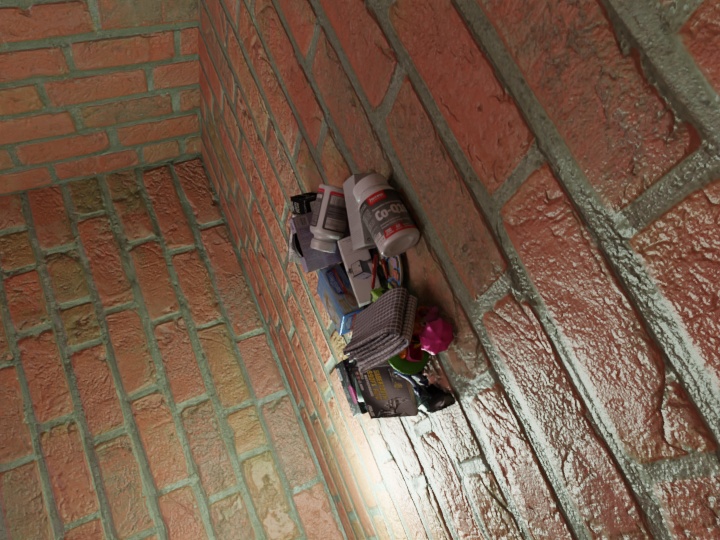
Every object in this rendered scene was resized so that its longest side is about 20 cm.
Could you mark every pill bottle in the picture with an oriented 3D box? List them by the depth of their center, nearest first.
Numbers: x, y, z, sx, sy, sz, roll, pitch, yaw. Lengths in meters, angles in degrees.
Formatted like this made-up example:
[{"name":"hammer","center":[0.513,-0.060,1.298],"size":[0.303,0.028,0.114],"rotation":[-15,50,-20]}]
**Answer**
[{"name":"pill bottle","center":[0.063,-0.146,1.473],"size":[0.201,0.113,0.114],"rotation":[63,157,23]},{"name":"pill bottle","center":[-0.096,-0.161,1.759],"size":[0.111,0.110,0.201],"rotation":[24,101,62]}]

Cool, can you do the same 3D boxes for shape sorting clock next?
[{"name":"shape sorting clock","center":[0.073,-0.028,1.638],"size":[0.200,0.039,0.201],"rotation":[49,148,46]}]

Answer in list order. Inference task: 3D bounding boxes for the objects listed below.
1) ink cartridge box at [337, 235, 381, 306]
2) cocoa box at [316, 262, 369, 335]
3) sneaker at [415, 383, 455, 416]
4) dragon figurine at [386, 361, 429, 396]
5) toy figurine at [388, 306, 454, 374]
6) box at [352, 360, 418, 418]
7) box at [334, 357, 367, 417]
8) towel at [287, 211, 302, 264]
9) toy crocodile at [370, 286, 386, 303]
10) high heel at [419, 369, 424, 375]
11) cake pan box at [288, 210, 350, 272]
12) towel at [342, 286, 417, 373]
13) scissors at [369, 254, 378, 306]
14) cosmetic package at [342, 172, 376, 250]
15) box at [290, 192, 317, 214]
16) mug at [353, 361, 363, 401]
[{"name":"ink cartridge box","center":[0.000,0.000,1.725],"size":[0.146,0.085,0.201],"rotation":[87,162,-84]},{"name":"cocoa box","center":[-0.049,0.089,1.899],"size":[0.201,0.131,0.134],"rotation":[60,155,30]},{"name":"sneaker","center":[0.197,0.357,1.580],"size":[0.200,0.075,0.080],"rotation":[130,122,-65]},{"name":"dragon figurine","center":[0.123,0.253,1.564],"size":[0.099,0.059,0.201],"rotation":[-1,117,52]},{"name":"toy figurine","center":[0.168,0.156,1.479],"size":[0.184,0.149,0.201],"rotation":[-34,49,54]},{"name":"box","center":[0.079,0.360,1.731],"size":[0.048,0.157,0.201],"rotation":[-61,-42,-57]},{"name":"box","center":[0.004,0.409,2.038],"size":[0.132,0.114,0.201],"rotation":[129,123,-66]},{"name":"towel","center":[-0.164,-0.091,1.980],"size":[0.199,0.035,0.194],"rotation":[16,115,15]},{"name":"toy crocodile","center":[0.076,0.098,1.612],"size":[0.067,0.062,0.200],"rotation":[40,180,26]},{"name":"high heel","center":[0.138,0.214,1.612],"size":[0.096,0.067,0.201],"rotation":[-126,22,-61]},{"name":"cake pan box","center":[-0.121,-0.104,1.838],"size":[0.052,0.199,0.185],"rotation":[-17,93,68]},{"name":"towel","center":[0.049,0.149,1.470],"size":[0.200,0.085,0.166],"rotation":[-35,28,34]},{"name":"scissors","center":[0.036,0.054,1.610],"size":[0.073,0.014,0.202],"rotation":[-35,-51,-86]},{"name":"cosmetic package","center":[0.010,-0.166,1.606],"size":[0.101,0.071,0.201],"rotation":[160,101,-69]},{"name":"box","center":[-0.175,-0.176,2.070],"size":[0.164,0.086,0.201],"rotation":[26,130,62]},{"name":"mug","center":[0.044,0.336,1.868],"size":[0.153,0.114,0.186],"rotation":[79,-173,-46]}]
